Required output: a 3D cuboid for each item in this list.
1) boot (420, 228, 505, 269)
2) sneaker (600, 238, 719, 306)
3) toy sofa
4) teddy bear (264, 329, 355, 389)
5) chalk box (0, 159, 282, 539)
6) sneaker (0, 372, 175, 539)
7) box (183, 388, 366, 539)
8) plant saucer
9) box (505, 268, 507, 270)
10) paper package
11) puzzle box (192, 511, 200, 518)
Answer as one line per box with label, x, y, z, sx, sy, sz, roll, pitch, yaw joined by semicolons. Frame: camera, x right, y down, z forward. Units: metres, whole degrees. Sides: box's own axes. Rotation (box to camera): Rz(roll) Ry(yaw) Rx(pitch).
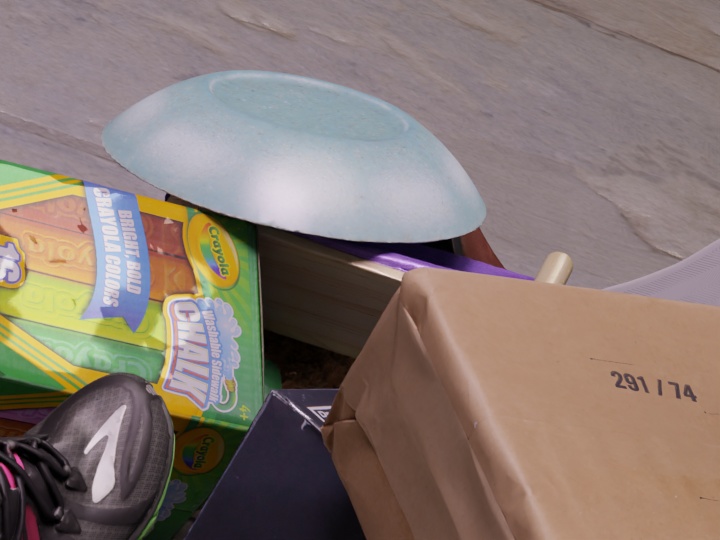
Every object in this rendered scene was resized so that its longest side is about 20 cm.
boot;0.107;0.024;1.449;0.200;0.068;0.189;-5;64;-47
sneaker;0.212;0.034;1.371;0.112;0.200;0.073;37;47;-45
toy sofa;0.000;0.000;1.304;0.200;0.098;0.083;17;43;15
teddy bear;-0.083;0.028;1.408;0.200;0.067;0.145;20;10;8
chalk box;-0.120;0.045;1.238;0.200;0.124;0.125;12;51;-25
sneaker;-0.151;0.103;1.079;0.077;0.084;0.200;35;53;23
box;0.049;0.155;1.156;0.198;0.123;0.200;39;15;24
plant saucer;-0.030;-0.066;1.318;0.200;0.039;0.201;11;19;-4
box;0.026;0.005;1.505;0.200;0.075;0.100;37;-5;-27
paper package;0.112;0.101;1.012;0.200;0.104;0.191;8;35;-26
puzzle box;-0.062;0.085;1.397;0.133;0.025;0.200;25;20;5
